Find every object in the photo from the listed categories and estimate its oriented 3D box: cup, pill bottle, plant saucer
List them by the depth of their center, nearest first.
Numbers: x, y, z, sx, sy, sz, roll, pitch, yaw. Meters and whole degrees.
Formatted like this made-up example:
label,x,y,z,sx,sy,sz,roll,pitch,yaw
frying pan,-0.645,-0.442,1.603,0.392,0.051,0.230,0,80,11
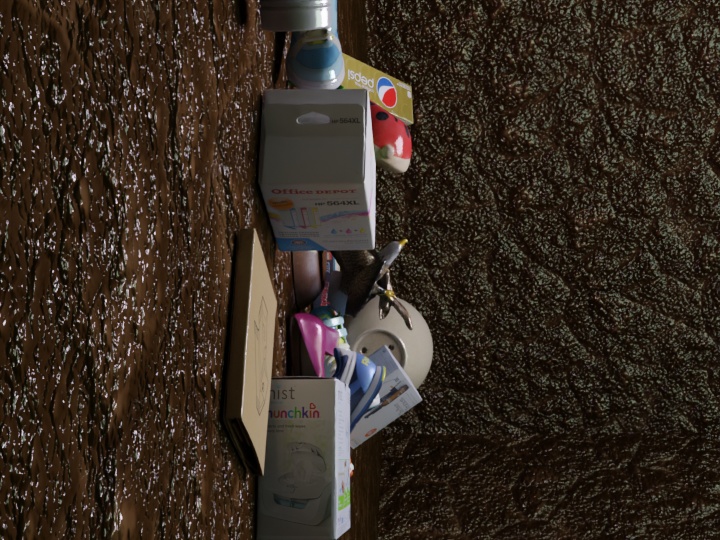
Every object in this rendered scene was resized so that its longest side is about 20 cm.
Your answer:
label,x,y,z,sx,sy,sz,roll,pitch,yaw
pill bottle,-0.072,-0.356,1.116,0.109,0.107,0.204,-79,167,-72
plant saucer,-0.073,-0.043,1.597,0.200,0.036,0.205,0,90,-86
cup,0.034,0.149,1.920,0.143,0.196,0.205,-48,137,-88

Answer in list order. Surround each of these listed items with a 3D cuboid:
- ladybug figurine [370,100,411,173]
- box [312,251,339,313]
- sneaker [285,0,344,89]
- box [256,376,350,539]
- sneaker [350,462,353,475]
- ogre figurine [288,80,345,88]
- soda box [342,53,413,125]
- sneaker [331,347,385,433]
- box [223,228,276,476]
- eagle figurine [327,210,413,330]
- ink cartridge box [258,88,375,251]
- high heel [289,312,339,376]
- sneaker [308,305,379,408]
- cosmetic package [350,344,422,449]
label,x,y,z,sx,sy,sz,roll,pitch,yaw
ladybug figurine,0.018,-0.205,1.585,0.073,0.134,0.200,-57,-152,9
box,-0.056,0.060,1.807,0.137,0.037,0.204,-48,137,-85
sneaker,-0.064,-0.331,1.391,0.202,0.078,0.132,-100,-174,-46
box,-0.061,0.221,1.271,0.200,0.095,0.180,65,24,-80
sneaker,-0.053,0.307,1.730,0.200,0.072,0.078,108,-39,-87
ogre figurine,-0.049,-0.196,1.470,0.199,0.097,0.122,32,-50,54
soda box,-0.003,-0.280,1.694,0.198,0.063,0.069,15,67,-46
sneaker,-0.049,0.192,1.413,0.202,0.082,0.074,-56,-173,-14
box,-0.110,0.086,1.096,0.164,0.021,0.203,82,7,-61
eagle figurine,0.004,-0.006,1.566,0.153,0.150,0.200,-66,154,-5
ink cartridge box,-0.049,-0.123,1.284,0.201,0.126,0.128,79,11,-66
high heel,-0.077,0.162,1.457,0.095,0.066,0.204,26,74,-51
sneaker,-0.037,0.123,1.542,0.199,0.078,0.133,17,-64,62
cosmetic package,0.013,0.212,1.769,0.052,0.149,0.200,57,1,26
